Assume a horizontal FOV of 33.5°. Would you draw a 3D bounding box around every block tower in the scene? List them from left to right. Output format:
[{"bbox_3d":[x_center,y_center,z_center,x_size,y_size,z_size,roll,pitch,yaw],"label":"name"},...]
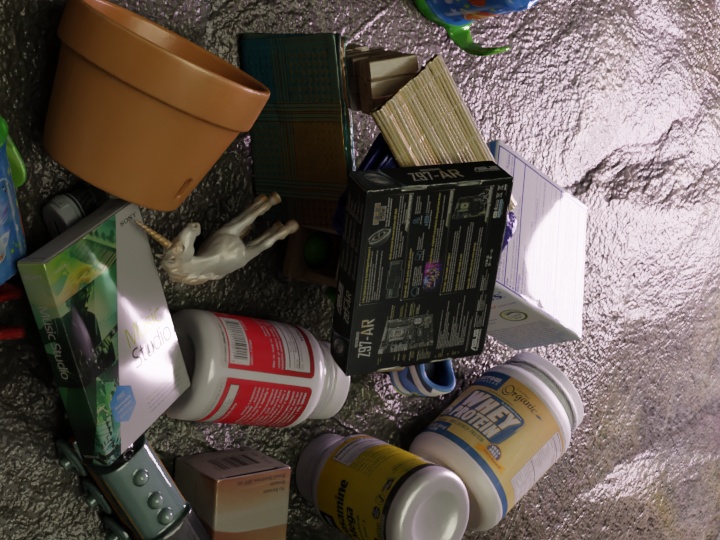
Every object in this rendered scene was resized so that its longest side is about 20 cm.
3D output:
[{"bbox_3d":[-0.008,-0.201,1.235,0.057,0.200,0.055,-12,108,-21],"label":"block tower"}]

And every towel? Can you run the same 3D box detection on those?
[{"bbox_3d":[-0.062,-0.144,1.231,0.022,0.146,0.202,-23,115,-44],"label":"towel"},{"bbox_3d":[0.065,-0.052,1.220,0.200,0.049,0.148,41,80,-38],"label":"towel"}]

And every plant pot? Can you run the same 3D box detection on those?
[{"bbox_3d":[-0.201,-0.147,1.097,0.199,0.200,0.141,20,102,-40],"label":"plant pot"}]

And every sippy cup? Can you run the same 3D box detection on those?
[{"bbox_3d":[-0.347,-0.051,1.009,0.177,0.139,0.131,-29,119,-29],"label":"sippy cup"},{"bbox_3d":[0.144,-0.347,1.369,0.140,0.130,0.178,-52,126,-19],"label":"sippy cup"}]

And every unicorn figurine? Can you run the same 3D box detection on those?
[{"bbox_3d":[-0.134,-0.026,1.181,0.137,0.200,0.074,-34,79,-12],"label":"unicorn figurine"}]

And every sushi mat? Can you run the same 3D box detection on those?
[{"bbox_3d":[0.086,-0.107,1.178,0.096,0.012,0.201,-45,126,-18],"label":"sushi mat"}]

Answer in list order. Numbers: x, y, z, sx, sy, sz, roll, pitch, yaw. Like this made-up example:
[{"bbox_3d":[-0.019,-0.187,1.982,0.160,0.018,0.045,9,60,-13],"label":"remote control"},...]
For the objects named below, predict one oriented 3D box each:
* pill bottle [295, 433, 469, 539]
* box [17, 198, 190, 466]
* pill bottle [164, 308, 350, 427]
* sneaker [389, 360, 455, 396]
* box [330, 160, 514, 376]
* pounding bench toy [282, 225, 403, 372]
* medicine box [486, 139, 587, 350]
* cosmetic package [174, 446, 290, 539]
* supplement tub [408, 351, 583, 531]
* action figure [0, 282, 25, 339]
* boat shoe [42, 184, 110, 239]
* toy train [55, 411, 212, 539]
[{"bbox_3d":[0.018,0.251,1.345,0.112,0.199,0.114,-9,105,-38],"label":"pill bottle"},{"bbox_3d":[-0.227,0.053,1.087,0.144,0.036,0.202,-48,130,-54],"label":"box"},{"bbox_3d":[-0.112,0.107,1.265,0.199,0.112,0.113,12,92,-41],"label":"pill bottle"},{"bbox_3d":[0.074,0.059,1.429,0.074,0.082,0.202,-23,111,-33],"label":"sneaker"},{"bbox_3d":[0.058,-0.002,1.167,0.159,0.044,0.202,-7,120,-24],"label":"box"},{"bbox_3d":[0.000,0.000,1.305,0.123,0.155,0.202,12,91,-40],"label":"pounding bench toy"},{"bbox_3d":[0.178,-0.026,1.448,0.199,0.102,0.184,29,59,-39],"label":"medicine box"},{"bbox_3d":[-0.143,0.304,1.297,0.103,0.087,0.202,-5,103,-40],"label":"cosmetic package"},{"bbox_3d":[0.172,0.211,1.503,0.200,0.144,0.146,-40,122,-27],"label":"supplement tub"},{"bbox_3d":[-0.402,0.053,1.051,0.200,0.098,0.066,-18,109,-60],"label":"action figure"},{"bbox_3d":[-0.237,0.011,1.165,0.071,0.072,0.202,-31,117,-30],"label":"boat shoe"},{"bbox_3d":[-0.225,0.216,1.192,0.085,0.113,0.201,-39,122,-27],"label":"toy train"}]
